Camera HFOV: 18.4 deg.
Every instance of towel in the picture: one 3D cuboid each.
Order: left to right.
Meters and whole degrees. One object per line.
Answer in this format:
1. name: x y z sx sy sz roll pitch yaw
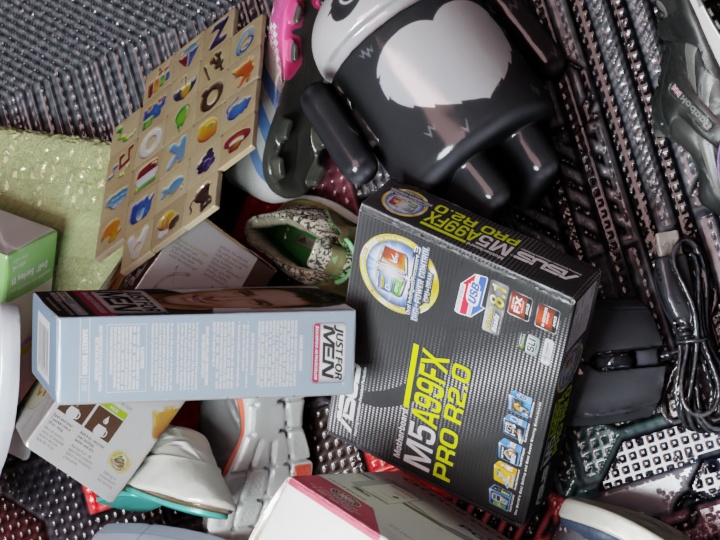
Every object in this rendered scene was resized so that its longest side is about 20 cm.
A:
1. towel: -0.219 -0.032 1.690 0.199 0.036 0.149 6 92 24

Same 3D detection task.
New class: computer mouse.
1. computer mouse: 0.147 0.057 1.519 0.199 0.053 0.139 -12 86 23

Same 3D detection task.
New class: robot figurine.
1. robot figurine: 0.053 -0.124 1.520 0.125 0.150 0.200 -43 74 31

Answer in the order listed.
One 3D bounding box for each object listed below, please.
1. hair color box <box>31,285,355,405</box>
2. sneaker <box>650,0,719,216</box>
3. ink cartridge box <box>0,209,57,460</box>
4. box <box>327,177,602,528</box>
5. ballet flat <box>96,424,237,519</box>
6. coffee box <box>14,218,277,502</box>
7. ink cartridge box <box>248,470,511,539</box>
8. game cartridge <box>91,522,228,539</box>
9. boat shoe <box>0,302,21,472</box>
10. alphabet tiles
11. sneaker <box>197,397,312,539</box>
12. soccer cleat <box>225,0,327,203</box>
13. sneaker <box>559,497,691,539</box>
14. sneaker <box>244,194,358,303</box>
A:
1. hair color box: -0.112 0.048 1.482 0.199 0.099 0.061 -1 100 -18
2. sneaker: 0.219 -0.131 1.478 0.087 0.076 0.201 -29 79 27
3. ink cartridge box: -0.302 0.052 1.678 0.117 0.067 0.201 19 117 21
4. box: 0.065 0.057 1.487 0.160 0.044 0.201 25 129 19
5. ballet flat: -0.142 0.141 1.597 0.200 0.069 0.070 -8 86 64
6. coffee box: -0.156 0.052 1.581 0.080 0.114 0.200 36 88 -16
7. ink cartridge box: 0.027 0.203 1.493 0.146 0.200 0.083 30 98 20
8. game cartridge: -0.104 0.253 1.610 0.199 0.041 0.134 13 121 23
9. boat shoe: -0.287 0.113 1.604 0.067 0.074 0.201 6 116 -15
10. alphabet tiles: -0.127 -0.093 1.576 0.166 0.006 0.200 -33 37 33
11. sneaker: -0.083 0.117 1.625 0.082 0.077 0.201 30 111 53
12. soccer cleat: -0.055 -0.148 1.601 0.086 0.070 0.201 7 83 51
13. sneaker: 0.210 0.224 1.480 0.200 0.075 0.085 28 97 21
14. sneaker: 0.000 0.000 1.556 0.199 0.089 0.077 17 99 30
